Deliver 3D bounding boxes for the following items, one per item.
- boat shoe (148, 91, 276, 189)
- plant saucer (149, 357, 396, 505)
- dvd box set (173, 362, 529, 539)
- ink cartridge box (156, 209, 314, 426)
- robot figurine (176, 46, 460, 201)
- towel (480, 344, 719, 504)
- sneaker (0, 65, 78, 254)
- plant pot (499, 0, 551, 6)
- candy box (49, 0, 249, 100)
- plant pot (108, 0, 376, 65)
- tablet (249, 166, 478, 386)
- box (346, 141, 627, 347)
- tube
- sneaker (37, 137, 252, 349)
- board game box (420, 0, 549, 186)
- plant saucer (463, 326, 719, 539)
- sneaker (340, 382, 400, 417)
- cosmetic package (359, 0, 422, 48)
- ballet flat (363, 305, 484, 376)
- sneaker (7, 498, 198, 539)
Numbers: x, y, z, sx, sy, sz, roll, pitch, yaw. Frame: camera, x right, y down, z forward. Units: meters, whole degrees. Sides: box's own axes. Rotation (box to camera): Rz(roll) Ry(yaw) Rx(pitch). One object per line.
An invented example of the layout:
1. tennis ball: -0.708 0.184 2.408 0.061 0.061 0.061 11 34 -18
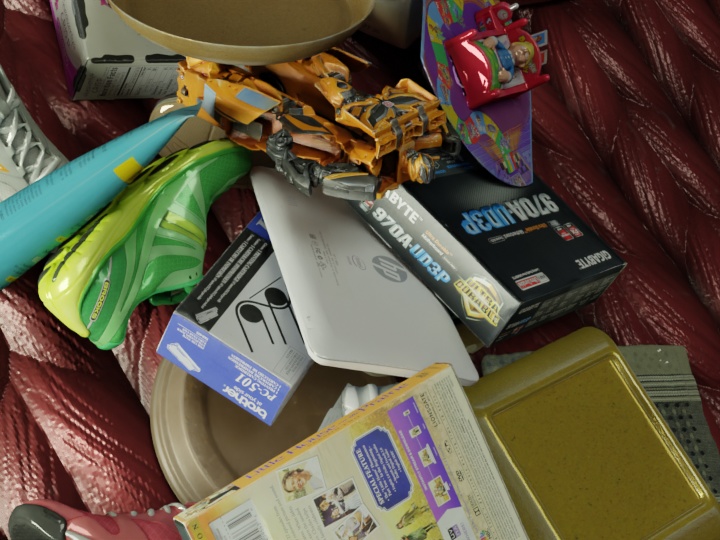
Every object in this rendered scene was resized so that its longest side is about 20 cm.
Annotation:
1. boat shoe: -0.063 -0.107 1.056 0.197 0.073 0.065 4 37 -10
2. plant saucer: -0.050 0.105 0.971 0.198 0.029 0.202 12 59 -20
3. dvd box set: 0.002 0.168 0.854 0.199 0.029 0.148 -29 99 -21
4. ink cartridge box: -0.055 0.013 0.970 0.093 0.044 0.200 32 39 3
5. robot figurine: -0.027 -0.112 0.957 0.199 0.059 0.144 28 40 31
6. towel: 0.196 0.151 1.068 0.197 0.035 0.195 -1 62 -23
7. sneaker: -0.251 -0.094 0.937 0.199 0.092 0.076 40 53 -8
8. plant pot: 0.163 -0.354 1.224 0.174 0.200 0.202 5 62 -35
9. candy box: -0.138 -0.206 1.073 0.198 0.061 0.138 -4 66 -28
10. plant pot: -0.087 -0.197 0.993 0.197 0.028 0.201 4 37 -3
11. tablet: 0.000 0.000 0.956 0.129 0.014 0.201 11 37 -28
12. box: 0.098 -0.030 1.040 0.159 0.046 0.199 47 29 18
13. tube: -0.188 -0.052 0.905 0.199 0.078 0.051 -35 107 4
14. sneaker: -0.140 -0.021 0.951 0.084 0.074 0.200 56 51 -19
15. board game box: 0.108 -0.169 1.072 0.158 0.039 0.202 40 40 -39
16. plant saucer: 0.165 0.146 1.007 0.198 0.049 0.201 -22 73 -32
17. sneaker: 0.045 0.169 0.915 0.081 0.075 0.203 -14 96 -1
18. cosmetic package: 0.025 -0.293 1.100 0.103 0.201 0.087 27 51 20
19. ballet flat: 0.063 0.038 1.034 0.199 0.069 0.070 -14 69 -50
20. sneaker: -0.128 0.182 0.875 0.199 0.074 0.088 29 48 -18
